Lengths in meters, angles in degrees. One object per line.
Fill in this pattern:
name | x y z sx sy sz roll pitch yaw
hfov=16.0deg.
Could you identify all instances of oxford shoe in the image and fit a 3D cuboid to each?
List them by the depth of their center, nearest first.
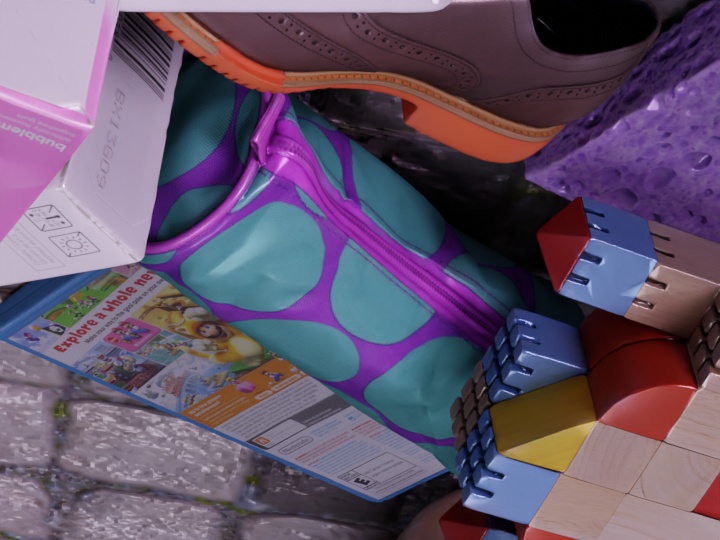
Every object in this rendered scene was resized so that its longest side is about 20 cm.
oxford shoe | 0.007 -0.092 0.762 0.200 0.071 0.073 14 147 -42

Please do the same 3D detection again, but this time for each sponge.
sponge | 0.169 -0.025 0.878 0.200 0.030 0.112 22 148 -25

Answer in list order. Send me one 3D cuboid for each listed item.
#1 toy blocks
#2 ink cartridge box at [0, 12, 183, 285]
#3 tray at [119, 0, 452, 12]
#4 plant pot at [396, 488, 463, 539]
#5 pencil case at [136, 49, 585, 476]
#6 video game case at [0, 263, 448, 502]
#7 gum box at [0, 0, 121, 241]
toy blocks | 0.095 0.062 0.885 0.137 0.100 0.200 18 123 -17
ink cartridge box | -0.157 -0.045 0.843 0.200 0.109 0.050 -10 145 28
tray | 0.008 -0.123 0.634 0.107 0.022 0.200 -3 156 -23
plant pot | 0.058 0.191 1.147 0.200 0.200 0.175 10 131 -3
pencil case | 0.000 0.000 0.907 0.092 0.085 0.200 -1 153 46
video game case | -0.029 0.034 1.038 0.200 0.018 0.143 26 146 -28
gum box | -0.104 -0.092 0.659 0.066 0.200 0.114 20 146 -19
